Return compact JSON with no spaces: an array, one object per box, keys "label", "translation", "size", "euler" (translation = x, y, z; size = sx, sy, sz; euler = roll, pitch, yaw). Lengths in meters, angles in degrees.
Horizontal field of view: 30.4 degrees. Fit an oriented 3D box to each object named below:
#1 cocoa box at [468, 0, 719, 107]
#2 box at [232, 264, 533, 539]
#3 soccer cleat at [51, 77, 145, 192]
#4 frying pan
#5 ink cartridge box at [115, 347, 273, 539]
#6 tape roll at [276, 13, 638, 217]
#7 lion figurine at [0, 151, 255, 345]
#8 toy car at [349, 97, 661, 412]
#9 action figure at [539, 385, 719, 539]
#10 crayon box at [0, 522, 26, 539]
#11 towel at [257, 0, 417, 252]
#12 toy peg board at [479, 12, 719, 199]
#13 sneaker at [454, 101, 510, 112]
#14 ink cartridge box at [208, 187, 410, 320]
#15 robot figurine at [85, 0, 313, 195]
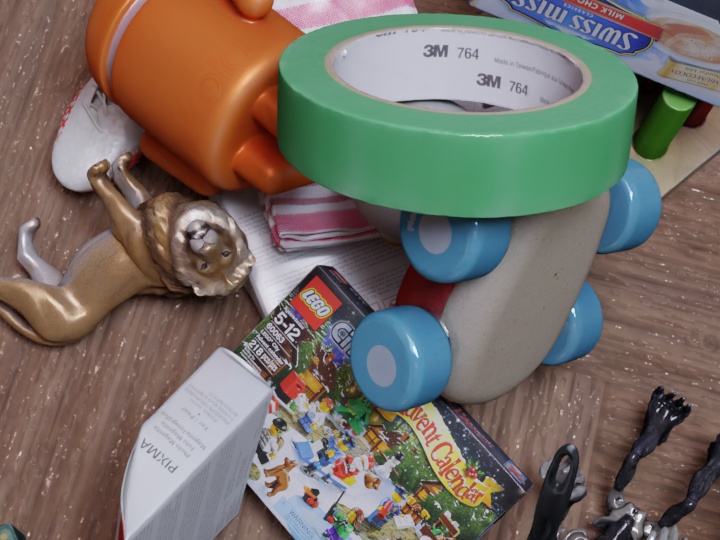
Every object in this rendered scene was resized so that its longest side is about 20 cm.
[{"label":"cocoa box","translation":[0.194,-0.225,0.889],"size":[0.199,0.131,0.134],"euler":[22,55,-3]},{"label":"box","translation":[-0.005,0.114,0.872],"size":[0.137,0.038,0.200],"euler":[-45,78,11]},{"label":"soccer cleat","translation":[-0.160,-0.146,0.963],"size":[0.069,0.085,0.200],"euler":[32,71,8]},{"label":"frying pan","translation":[0.091,0.185,0.815],"size":[0.115,0.031,0.191],"euler":[0,109,25]},{"label":"ink cartridge box","translation":[-0.137,0.160,0.784],"size":[0.057,0.163,0.200],"euler":[38,54,15]},{"label":"tape roll","translation":[0.053,-0.093,0.746],"size":[0.200,0.048,0.201],"euler":[1,28,-1]},{"label":"lion figurine","translation":[-0.177,0.000,0.915],"size":[0.200,0.072,0.123],"euler":[-32,92,15]},{"label":"toy car","translation":[0.048,-0.035,0.845],"size":[0.184,0.177,0.200],"euler":[-10,41,-43]},{"label":"action figure","translation":[0.166,0.165,0.861],"size":[0.119,0.102,0.200],"euler":[34,70,24]},{"label":"crayon box","translation":[-0.282,0.261,0.824],"size":[0.200,0.052,0.126],"euler":[-26,73,-12]},{"label":"towel","translation":[-0.012,-0.118,0.934],"size":[0.146,0.030,0.201],"euler":[-12,74,-9]},{"label":"toy peg board","translation":[0.228,-0.190,0.998],"size":[0.199,0.098,0.200],"euler":[-37,77,-15]},{"label":"sneaker","translation":[0.125,-0.093,0.970],"size":[0.075,0.114,0.200],"euler":[-43,41,0]},{"label":"ink cartridge box","translation":[0.000,0.000,0.949],"size":[0.160,0.050,0.201],"euler":[-21,85,-11]},{"label":"robot figurine","translation":[-0.098,-0.132,0.863],"size":[0.200,0.144,0.117],"euler":[39,73,22]}]
